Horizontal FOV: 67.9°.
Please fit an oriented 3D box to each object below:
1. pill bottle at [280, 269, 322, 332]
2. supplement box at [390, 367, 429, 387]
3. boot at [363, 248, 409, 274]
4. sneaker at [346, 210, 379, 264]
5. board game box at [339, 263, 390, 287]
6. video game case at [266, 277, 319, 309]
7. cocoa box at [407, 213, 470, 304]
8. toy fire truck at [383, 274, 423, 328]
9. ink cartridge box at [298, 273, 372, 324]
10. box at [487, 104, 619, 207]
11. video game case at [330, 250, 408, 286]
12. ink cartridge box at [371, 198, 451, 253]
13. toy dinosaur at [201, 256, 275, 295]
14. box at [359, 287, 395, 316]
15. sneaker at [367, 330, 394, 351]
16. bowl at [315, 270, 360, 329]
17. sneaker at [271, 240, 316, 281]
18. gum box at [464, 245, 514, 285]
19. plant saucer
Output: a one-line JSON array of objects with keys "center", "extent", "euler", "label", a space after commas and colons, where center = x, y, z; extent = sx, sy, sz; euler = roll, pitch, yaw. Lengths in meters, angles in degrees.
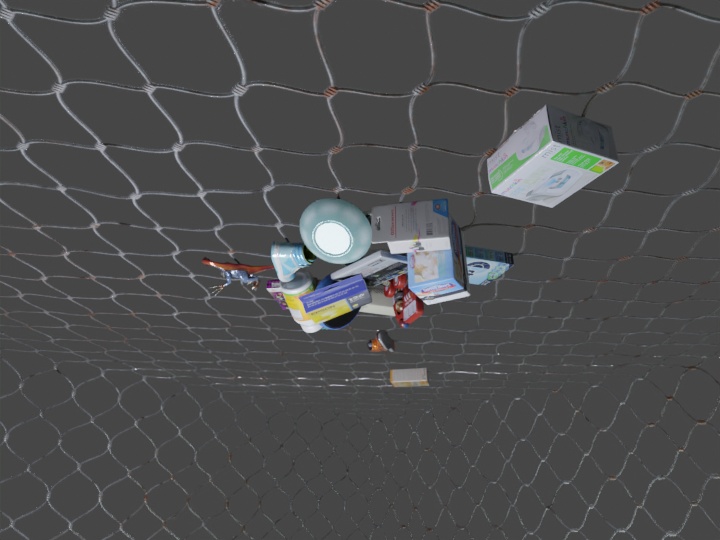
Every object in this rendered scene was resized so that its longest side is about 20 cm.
[{"center": [-0.184, 0.106, 1.773], "extent": [0.110, 0.111, 0.201], "euler": [-6, 127, 15], "label": "pill bottle"}, {"center": [0.269, 0.582, 2.904], "extent": [0.198, 0.074, 0.126], "euler": [-5, 155, 12], "label": "supplement box"}, {"center": [0.104, -0.018, 1.634], "extent": [0.198, 0.073, 0.091], "euler": [-3, 149, 7], "label": "boot"}, {"center": [-0.001, -0.082, 1.473], "extent": [0.070, 0.100, 0.200], "euler": [12, 151, -19], "label": "sneaker"}, {"center": [0.000, 0.000, 1.679], "extent": [0.104, 0.024, 0.199], "euler": [25, 177, 43], "label": "board game box"}, {"center": [-0.219, 0.084, 1.904], "extent": [0.180, 0.036, 0.200], "euler": [-3, 155, 8], "label": "video game case"}, {"center": [0.209, -0.031, 1.455], "extent": [0.132, 0.202, 0.131], "euler": [-13, 151, 25], "label": "cocoa box"}, {"center": [0.152, 0.096, 1.764], "extent": [0.111, 0.169, 0.200], "euler": [9, 154, -17], "label": "toy fire truck"}, {"center": [-0.068, 0.090, 1.600], "extent": [0.196, 0.047, 0.200], "euler": [-21, 162, 2], "label": "ink cartridge box"}, {"center": [0.402, -0.237, 1.140], "extent": [0.175, 0.098, 0.200], "euler": [9, 155, -23], "label": "box"}, {"center": [0.045, -0.003, 1.536], "extent": [0.199, 0.024, 0.181], "euler": [-25, 155, 38], "label": "video game case"}, {"center": [0.131, -0.112, 1.386], "extent": [0.198, 0.116, 0.068], "euler": [-4, 154, 11], "label": "ink cartridge box"}, {"center": [-0.406, -0.011, 1.709], "extent": [0.200, 0.105, 0.181], "euler": [-44, 128, 5], "label": "toy dinosaur"}, {"center": [0.055, 0.110, 1.915], "extent": [0.198, 0.069, 0.082], "euler": [9, 154, -17], "label": "box"}, {"center": [0.075, 0.324, 2.358], "extent": [0.111, 0.078, 0.200], "euler": [-9, 153, 17], "label": "sneaker"}, {"center": [-0.071, 0.101, 1.764], "extent": [0.039, 0.202, 0.200], "euler": [27, 179, 45], "label": "bowl"}, {"center": [-0.191, -0.021, 1.633], "extent": [0.129, 0.080, 0.200], "euler": [0, 156, 5], "label": "sneaker"}, {"center": [0.346, -0.014, 1.671], "extent": [0.198, 0.045, 0.170], "euler": [8, 154, -16], "label": "gum box"}, {"center": [-0.070, -0.092, 1.409], "extent": [0.199, 0.039, 0.202], "euler": [7, 126, 9], "label": "plant saucer"}]
